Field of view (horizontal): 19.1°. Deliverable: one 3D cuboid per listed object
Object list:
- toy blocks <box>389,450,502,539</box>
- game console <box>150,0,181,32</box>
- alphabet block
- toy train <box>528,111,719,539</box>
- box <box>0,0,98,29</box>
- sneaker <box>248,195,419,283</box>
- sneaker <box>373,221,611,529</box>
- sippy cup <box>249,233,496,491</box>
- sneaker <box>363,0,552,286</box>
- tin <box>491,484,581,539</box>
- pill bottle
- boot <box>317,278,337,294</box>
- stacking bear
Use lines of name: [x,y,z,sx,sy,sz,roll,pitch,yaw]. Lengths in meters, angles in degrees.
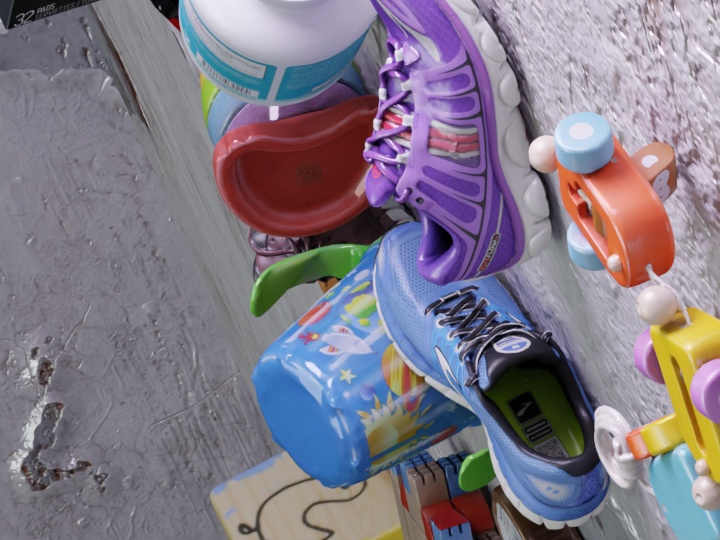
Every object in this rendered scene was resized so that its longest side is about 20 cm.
toy blocks: [0.071,0.206,1.737,0.200,0.099,0.137,-135,31,-69]
game console: [-0.118,-0.257,1.564,0.172,0.119,0.200,42,-170,-42]
alphabet block: [-0.027,0.320,2.350,0.200,0.195,0.197,52,168,52]
toy train: [0.130,0.032,0.860,0.150,0.055,0.201,-122,13,-46]
box: [-0.173,-0.270,1.356,0.125,0.148,0.200,61,154,15]
sneaker: [-0.009,0.002,1.448,0.200,0.115,0.076,56,170,46]
sneaker: [0.079,0.046,1.209,0.200,0.078,0.089,52,162,20]
sippy cup: [0.010,0.061,1.309,0.178,0.130,0.140,3,122,54]
sneaker: [0.033,-0.072,1.039,0.081,0.083,0.201,51,164,57]
tin: [0.147,0.229,1.456,0.201,0.042,0.112,61,176,21]
pill bottle: [-0.042,-0.158,1.162,0.111,0.110,0.200,63,172,2]
boot: [0.000,0.000,1.561,0.200,0.073,0.155,45,156,60]
stacking bear: [-0.058,-0.131,1.403,0.114,0.121,0.201,87,166,-54]
